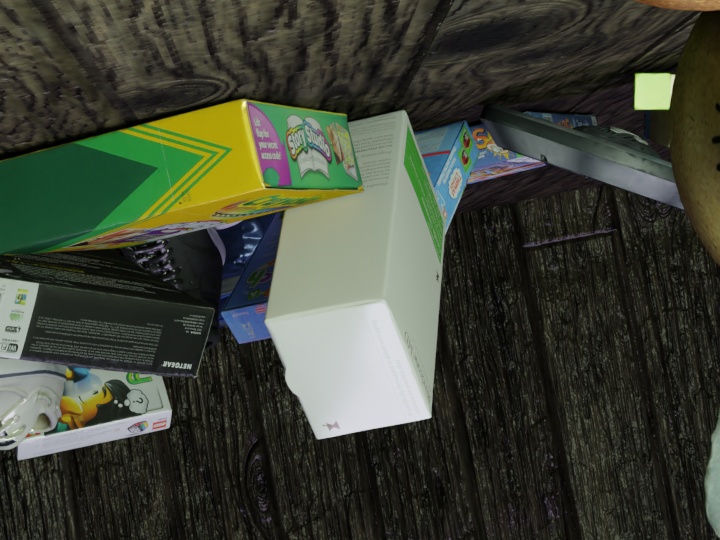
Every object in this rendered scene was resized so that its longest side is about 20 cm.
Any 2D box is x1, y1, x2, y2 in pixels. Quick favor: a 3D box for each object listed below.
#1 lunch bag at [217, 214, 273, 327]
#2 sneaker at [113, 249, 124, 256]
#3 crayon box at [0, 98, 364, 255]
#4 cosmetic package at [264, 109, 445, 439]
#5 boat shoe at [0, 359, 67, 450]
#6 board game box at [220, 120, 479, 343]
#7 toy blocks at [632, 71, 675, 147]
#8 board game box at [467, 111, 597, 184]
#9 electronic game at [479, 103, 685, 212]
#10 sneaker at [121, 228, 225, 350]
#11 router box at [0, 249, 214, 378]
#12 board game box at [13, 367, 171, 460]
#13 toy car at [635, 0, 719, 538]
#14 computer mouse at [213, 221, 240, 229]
[{"bbox_3d":[-0.081,-0.006,2.004,0.199,0.134,0.135,-9,178,-40],"label":"lunch bag"},{"bbox_3d":[-0.233,0.009,1.490,0.092,0.076,0.200,-33,-177,8],"label":"sneaker"},{"bbox_3d":[-0.109,-0.054,1.202,0.171,0.059,0.200,-11,179,17],"label":"crayon box"},{"bbox_3d":[0.000,0.000,1.301,0.084,0.108,0.201,-11,-141,14],"label":"cosmetic package"},{"bbox_3d":[-0.247,0.089,1.375,0.070,0.071,0.200,-1,175,3],"label":"boat shoe"},{"bbox_3d":[-0.005,-0.031,1.489,0.150,0.037,0.201,-11,-149,28],"label":"board game box"},{"bbox_3d":[0.283,-0.118,1.424,0.198,0.101,0.137,0,-173,-2],"label":"toy blocks"},{"bbox_3d":[0.113,-0.101,1.666,0.134,0.035,0.200,-12,179,22],"label":"board game box"},{"bbox_3d":[0.180,-0.081,1.413,0.198,0.042,0.200,19,-176,-1],"label":"electronic game"},{"bbox_3d":[-0.147,0.002,1.483,0.070,0.100,0.200,-7,158,13],"label":"sneaker"},{"bbox_3d":[-0.210,0.011,1.204,0.199,0.052,0.149,10,-169,-41],"label":"router box"},{"bbox_3d":[-0.238,0.046,1.597,0.125,0.201,0.035,-11,152,-18],"label":"board game box"},{"bbox_3d":[0.103,-0.040,0.427,0.163,0.202,0.157,-12,179,34],"label":"toy car"},{"bbox_3d":[-0.126,-0.051,1.586,0.109,0.044,0.200,-10,179,-16],"label":"computer mouse"}]
